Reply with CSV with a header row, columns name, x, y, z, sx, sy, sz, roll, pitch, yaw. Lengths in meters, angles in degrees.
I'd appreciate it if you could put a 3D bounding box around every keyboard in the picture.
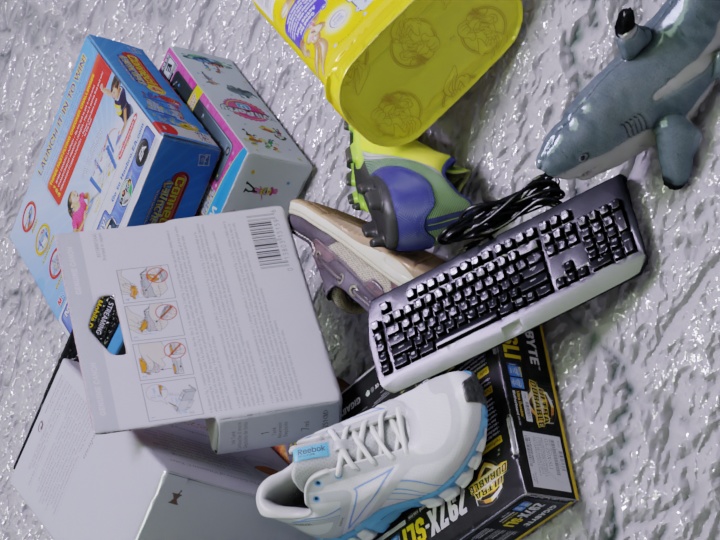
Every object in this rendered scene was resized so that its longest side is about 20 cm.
name,x,y,z,sx,sy,sz,roll,pitch,yaw
keyboard,0.083,-0.005,1.440,0.199,0.040,0.104,-27,51,20

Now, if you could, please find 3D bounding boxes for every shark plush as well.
name,x,y,z,sx,sy,sz,roll,pitch,yaw
shark plush,0.185,-0.133,1.359,0.200,0.083,0.091,-54,39,31

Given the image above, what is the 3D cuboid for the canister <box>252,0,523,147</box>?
name,x,y,z,sx,sy,sz,roll,pitch,yaw
canister,0.013,-0.194,1.615,0.149,0.087,0.200,-44,36,5

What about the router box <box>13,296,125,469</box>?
name,x,y,z,sx,sy,sz,roll,pitch,yaw
router box,-0.166,0.097,1.755,0.051,0.149,0.201,-59,-6,-72

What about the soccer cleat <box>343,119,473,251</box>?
name,x,y,z,sx,sy,sz,roll,pitch,yaw
soccer cleat,0.034,-0.068,1.595,0.200,0.083,0.065,-108,13,-64

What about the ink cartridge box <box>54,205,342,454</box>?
name,x,y,z,sx,sy,sz,roll,pitch,yaw
ink cartridge box,-0.118,0.045,1.593,0.044,0.173,0.200,93,164,-45

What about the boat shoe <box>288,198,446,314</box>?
name,x,y,z,sx,sy,sz,roll,pitch,yaw
boat shoe,0.000,0.000,1.607,0.200,0.072,0.065,29,101,52

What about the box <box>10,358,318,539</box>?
name,x,y,z,sx,sy,sz,roll,pitch,yaw
box,-0.137,0.164,1.608,0.200,0.152,0.107,39,106,55

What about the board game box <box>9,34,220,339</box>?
name,x,y,z,sx,sy,sz,roll,pitch,yaw
board game box,-0.206,-0.061,1.841,0.201,0.056,0.196,-65,34,20

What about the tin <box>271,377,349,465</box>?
name,x,y,z,sx,sy,sz,roll,pitch,yaw
tin,-0.042,0.173,1.640,0.112,0.042,0.201,-14,67,59

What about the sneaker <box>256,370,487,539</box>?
name,x,y,z,sx,sy,sz,roll,pitch,yaw
sneaker,0.003,0.124,1.457,0.200,0.086,0.075,-42,45,39

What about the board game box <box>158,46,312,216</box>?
name,x,y,z,sx,sy,sz,roll,pitch,yaw
board game box,-0.127,-0.074,1.834,0.148,0.064,0.200,-65,35,20

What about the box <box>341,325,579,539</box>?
name,x,y,z,sx,sy,sz,roll,pitch,yaw
box,0.054,0.123,1.501,0.200,0.049,0.160,-42,49,42
